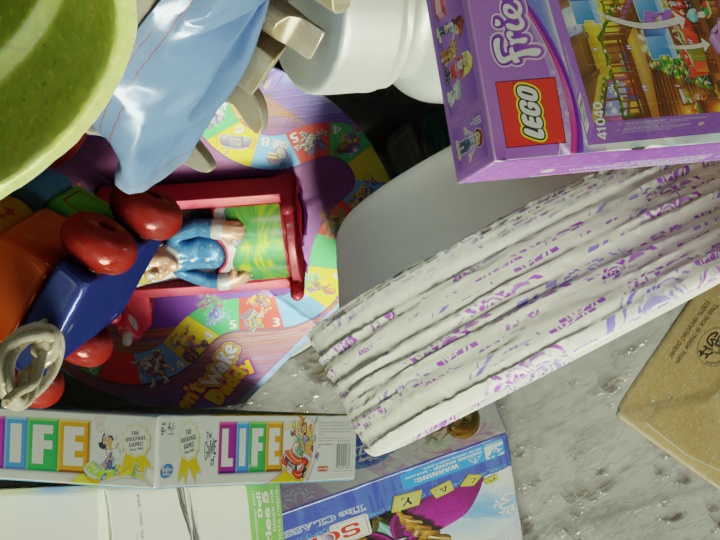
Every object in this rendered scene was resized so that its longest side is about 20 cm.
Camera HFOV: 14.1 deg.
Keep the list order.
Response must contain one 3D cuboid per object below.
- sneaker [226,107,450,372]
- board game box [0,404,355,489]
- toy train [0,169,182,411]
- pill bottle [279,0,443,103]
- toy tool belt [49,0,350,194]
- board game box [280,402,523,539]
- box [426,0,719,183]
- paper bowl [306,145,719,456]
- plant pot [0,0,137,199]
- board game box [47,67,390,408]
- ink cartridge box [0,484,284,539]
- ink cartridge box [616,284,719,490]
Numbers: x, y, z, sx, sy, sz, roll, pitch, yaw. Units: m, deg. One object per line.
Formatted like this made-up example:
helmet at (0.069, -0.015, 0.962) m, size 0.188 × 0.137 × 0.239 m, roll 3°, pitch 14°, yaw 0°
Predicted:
sneaker at (0.000, 0.000, 1.434) m, size 0.199 × 0.078 × 0.091 m, roll -28°, pitch 155°, yaw 17°
board game box at (-0.105, 0.084, 1.414) m, size 0.134 × 0.035 × 0.200 m, roll 1°, pitch 178°, yaw 26°
toy train at (-0.160, -0.004, 1.216) m, size 0.085 × 0.115 × 0.200 m, roll -60°, pitch 175°, yaw 17°
pill bottle at (0.066, -0.131, 1.238) m, size 0.199 × 0.115 × 0.114 m, roll -7°, pitch 145°, yaw -23°
toy tool belt at (-0.081, -0.088, 1.175) m, size 0.125 × 0.123 × 0.200 m, roll -44°, pitch 168°, yaw -45°
board game box at (-0.005, 0.159, 1.689) m, size 0.199 × 0.041 × 0.200 m, roll -19°, pitch 148°, yaw -3°
box at (0.089, -0.140, 1.165) m, size 0.136 × 0.202 × 0.039 m, roll -5°, pitch 170°, yaw -24°
paper bowl at (0.070, -0.006, 1.286) m, size 0.200 × 0.105 × 0.201 m, roll -28°, pitch 175°, yaw -3°
plant pot at (-0.197, -0.136, 1.012) m, size 0.199 × 0.185 × 0.201 m, roll -15°, pitch 146°, yaw -10°
board game box at (-0.079, -0.004, 1.339) m, size 0.158 × 0.039 × 0.200 m, roll 35°, pitch 118°, yaw -21°
ink cartridge box at (-0.142, 0.149, 1.456) m, size 0.145 × 0.085 × 0.200 m, roll -5°, pitch 175°, yaw 22°
ink cartridge box at (0.218, 0.007, 1.443) m, size 0.201 × 0.075 × 0.165 m, roll -57°, pitch 169°, yaw 7°
